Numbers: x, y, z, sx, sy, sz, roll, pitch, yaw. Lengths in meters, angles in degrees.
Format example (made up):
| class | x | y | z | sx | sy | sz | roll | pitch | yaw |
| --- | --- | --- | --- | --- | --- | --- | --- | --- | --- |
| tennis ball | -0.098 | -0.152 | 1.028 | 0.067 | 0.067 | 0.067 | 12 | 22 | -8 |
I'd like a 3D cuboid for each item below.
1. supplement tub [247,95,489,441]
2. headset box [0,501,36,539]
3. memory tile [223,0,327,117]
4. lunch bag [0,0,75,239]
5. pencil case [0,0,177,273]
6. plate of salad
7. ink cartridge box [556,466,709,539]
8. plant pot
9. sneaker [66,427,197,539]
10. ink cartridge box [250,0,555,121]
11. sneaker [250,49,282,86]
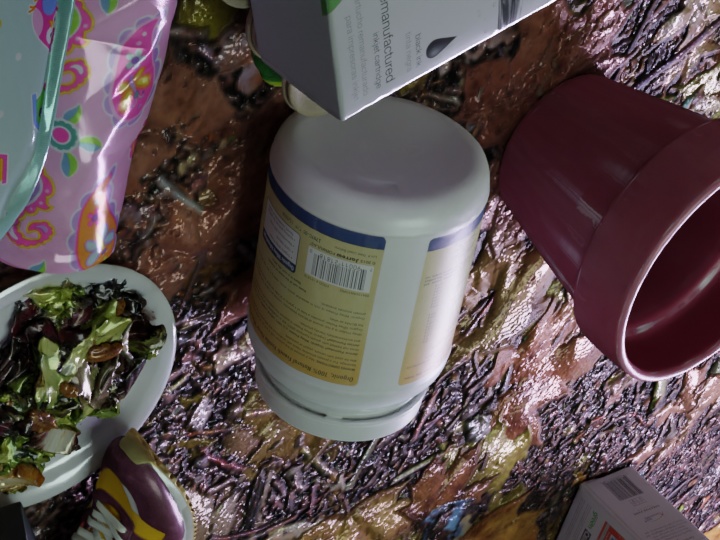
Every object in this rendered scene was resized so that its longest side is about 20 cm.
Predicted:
| class | x | y | z | sx | sy | sz | roll | pitch | yaw |
| --- | --- | --- | --- | --- | --- | --- | --- | --- | --- |
| supplement tub | 0.000 | 0.000 | 1.070 | 0.144 | 0.144 | 0.201 | -18 | 135 | -33 |
| headset box | -0.235 | 0.280 | 1.058 | 0.092 | 0.175 | 0.201 | -15 | 138 | -9 |
| memory tile | -0.016 | -0.186 | 0.869 | 0.153 | 0.017 | 0.200 | -45 | 142 | -7 |
| lunch bag | -0.230 | -0.103 | 0.739 | 0.170 | 0.121 | 0.202 | 5 | 103 | -48 |
| pencil case | -0.155 | -0.098 | 0.878 | 0.087 | 0.087 | 0.201 | -9 | 129 | -40 |
| plate of salad | -0.199 | 0.084 | 1.031 | 0.199 | 0.048 | 0.201 | -26 | 139 | -25 |
| ink cartridge box | 0.275 | 0.339 | 1.640 | 0.083 | 0.176 | 0.201 | -10 | 132 | -38 |
| plant pot | 0.207 | -0.048 | 1.203 | 0.199 | 0.179 | 0.201 | -26 | 139 | -26 |
| sneaker | -0.169 | 0.190 | 1.122 | 0.090 | 0.075 | 0.201 | -32 | 150 | -22 |
| ink cartridge box | 0.038 | -0.194 | 0.834 | 0.199 | 0.084 | 0.147 | -31 | 139 | -22 |
| sneaker | -0.018 | -0.204 | 0.932 | 0.083 | 0.074 | 0.201 | 19 | 108 | -37 |
